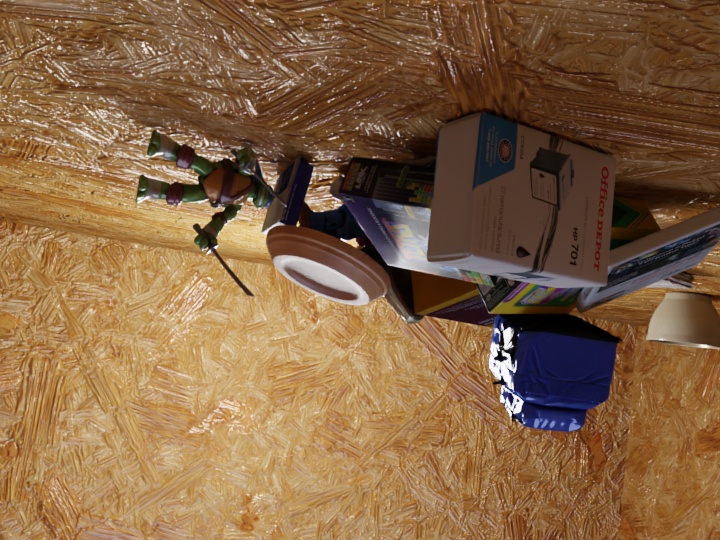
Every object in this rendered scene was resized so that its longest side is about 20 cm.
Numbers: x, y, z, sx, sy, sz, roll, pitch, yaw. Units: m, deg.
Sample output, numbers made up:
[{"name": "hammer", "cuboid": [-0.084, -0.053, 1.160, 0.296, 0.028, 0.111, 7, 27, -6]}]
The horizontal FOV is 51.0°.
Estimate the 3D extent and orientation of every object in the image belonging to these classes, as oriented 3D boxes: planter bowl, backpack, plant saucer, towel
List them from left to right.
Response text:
[{"name": "plant saucer", "cuboid": [-0.052, -0.001, 1.101, 0.196, 0.038, 0.201, 21, 162, 7]}, {"name": "backpack", "cuboid": [0.274, 0.142, 1.159, 0.158, 0.172, 0.200, 13, -172, -7]}, {"name": "towel", "cuboid": [0.644, 0.018, 1.719, 0.130, 0.035, 0.198, 13, 173, -37]}, {"name": "planter bowl", "cuboid": [0.888, 0.134, 2.053, 0.195, 0.139, 0.200, 7, 176, 1]}]

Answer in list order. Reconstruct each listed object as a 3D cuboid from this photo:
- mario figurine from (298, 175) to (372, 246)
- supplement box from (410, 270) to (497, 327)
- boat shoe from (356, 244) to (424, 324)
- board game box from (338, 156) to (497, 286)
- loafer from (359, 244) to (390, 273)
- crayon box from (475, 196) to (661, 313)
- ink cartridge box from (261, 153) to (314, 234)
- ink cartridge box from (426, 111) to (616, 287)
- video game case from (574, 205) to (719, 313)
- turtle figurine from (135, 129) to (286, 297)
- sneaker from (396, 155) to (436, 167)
[{"name": "mario figurine", "cuboid": [-0.008, -0.089, 1.191, 0.195, 0.109, 0.123, -8, 176, -16]}, {"name": "supplement box", "cuboid": [0.217, -0.005, 1.247, 0.197, 0.136, 0.195, 12, 155, -38]}, {"name": "boat shoe", "cuboid": [0.049, 0.017, 1.311, 0.071, 0.203, 0.076, 9, 135, -41]}, {"name": "board game box", "cuboid": [0.082, -0.058, 0.948, 0.162, 0.058, 0.200, 10, 159, 27]}, {"name": "loafer", "cuboid": [0.000, 0.000, 1.224, 0.069, 0.070, 0.201, -10, 170, -9]}, {"name": "crayon box", "cuboid": [0.284, -0.018, 1.039, 0.169, 0.059, 0.201, 1, 143, -35]}, {"name": "ink cartridge box", "cuboid": [-0.107, -0.106, 1.119, 0.036, 0.097, 0.200, 18, 173, -12]}, {"name": "ink cartridge box", "cuboid": [0.176, -0.068, 0.814, 0.196, 0.151, 0.085, 10, 173, -29]}, {"name": "video game case", "cuboid": [0.398, -0.015, 1.021, 0.196, 0.024, 0.183, -21, 158, -4]}, {"name": "turtle figurine", "cuboid": [-0.202, -0.105, 1.028, 0.190, 0.204, 0.144, 15, 143, -20]}, {"name": "sneaker", "cuboid": [0.135, -0.105, 0.944, 0.195, 0.078, 0.080, 4, 165, 24]}]
